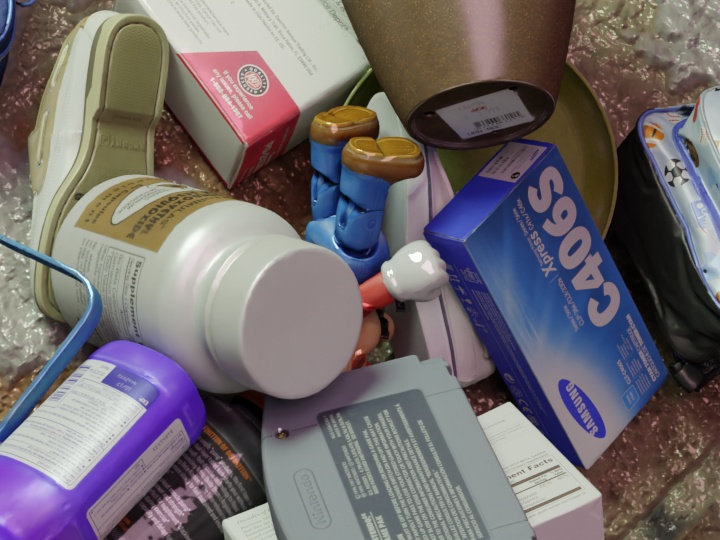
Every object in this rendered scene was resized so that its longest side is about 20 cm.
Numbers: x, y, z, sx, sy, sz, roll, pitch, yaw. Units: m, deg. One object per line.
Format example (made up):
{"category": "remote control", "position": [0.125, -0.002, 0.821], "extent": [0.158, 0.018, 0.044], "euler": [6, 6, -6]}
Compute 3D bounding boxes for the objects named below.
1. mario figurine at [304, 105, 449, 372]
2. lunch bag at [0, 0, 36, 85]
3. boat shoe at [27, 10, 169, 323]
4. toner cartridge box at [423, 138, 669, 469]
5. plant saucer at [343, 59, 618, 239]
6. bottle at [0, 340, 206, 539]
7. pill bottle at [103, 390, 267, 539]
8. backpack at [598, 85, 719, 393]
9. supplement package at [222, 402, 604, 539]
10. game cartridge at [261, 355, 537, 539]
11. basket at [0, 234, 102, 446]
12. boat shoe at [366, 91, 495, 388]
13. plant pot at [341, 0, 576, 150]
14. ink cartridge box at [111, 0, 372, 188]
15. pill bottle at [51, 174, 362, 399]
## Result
{"category": "mario figurine", "position": [0.000, 0.000, 1.310], "extent": [0.105, 0.202, 0.124], "euler": [11, 26, -1]}
{"category": "lunch bag", "position": [-0.304, -0.175, 1.311], "extent": [0.198, 0.132, 0.137], "euler": [-4, 72, -14]}
{"category": "boat shoe", "position": [-0.176, -0.067, 1.337], "extent": [0.074, 0.068, 0.202], "euler": [18, 86, -40]}
{"category": "toner cartridge box", "position": [0.122, 0.023, 1.330], "extent": [0.095, 0.043, 0.201], "euler": [-45, 123, -22]}
{"category": "plant saucer", "position": [0.073, -0.063, 1.382], "extent": [0.198, 0.031, 0.202], "euler": [-1, 98, -9]}
{"category": "bottle", "position": [-0.176, 0.127, 1.171], "extent": [0.083, 0.066, 0.200], "euler": [16, 51, 39]}
{"category": "pill bottle", "position": [-0.111, 0.147, 1.258], "extent": [0.199, 0.106, 0.106], "euler": [-37, 83, -22]}
{"category": "backpack", "position": [0.278, -0.039, 1.395], "extent": [0.189, 0.154, 0.202], "euler": [-7, 68, -32]}
{"category": "supplement package", "position": [0.037, 0.200, 1.233], "extent": [0.198, 0.157, 0.111], "euler": [-20, 36, -18]}
{"category": "game cartridge", "position": [0.016, 0.129, 1.167], "extent": [0.132, 0.042, 0.201], "euler": [-16, 39, -7]}
{"category": "basket", "position": [-0.267, 0.058, 1.220], "extent": [0.175, 0.139, 0.201], "euler": [26, 74, 23]}
{"category": "boat shoe", "position": [0.049, -0.020, 1.334], "extent": [0.065, 0.072, 0.202], "euler": [-15, 97, -24]}
{"category": "plant pot", "position": [0.062, -0.184, 1.274], "extent": [0.185, 0.187, 0.202], "euler": [-2, 68, -14]}
{"category": "ink cartridge box", "position": [-0.047, -0.175, 1.397], "extent": [0.199, 0.084, 0.145], "euler": [-34, 81, -21]}
{"category": "pill bottle", "position": [-0.092, 0.012, 1.246], "extent": [0.114, 0.199, 0.116], "euler": [-10, 106, -36]}
